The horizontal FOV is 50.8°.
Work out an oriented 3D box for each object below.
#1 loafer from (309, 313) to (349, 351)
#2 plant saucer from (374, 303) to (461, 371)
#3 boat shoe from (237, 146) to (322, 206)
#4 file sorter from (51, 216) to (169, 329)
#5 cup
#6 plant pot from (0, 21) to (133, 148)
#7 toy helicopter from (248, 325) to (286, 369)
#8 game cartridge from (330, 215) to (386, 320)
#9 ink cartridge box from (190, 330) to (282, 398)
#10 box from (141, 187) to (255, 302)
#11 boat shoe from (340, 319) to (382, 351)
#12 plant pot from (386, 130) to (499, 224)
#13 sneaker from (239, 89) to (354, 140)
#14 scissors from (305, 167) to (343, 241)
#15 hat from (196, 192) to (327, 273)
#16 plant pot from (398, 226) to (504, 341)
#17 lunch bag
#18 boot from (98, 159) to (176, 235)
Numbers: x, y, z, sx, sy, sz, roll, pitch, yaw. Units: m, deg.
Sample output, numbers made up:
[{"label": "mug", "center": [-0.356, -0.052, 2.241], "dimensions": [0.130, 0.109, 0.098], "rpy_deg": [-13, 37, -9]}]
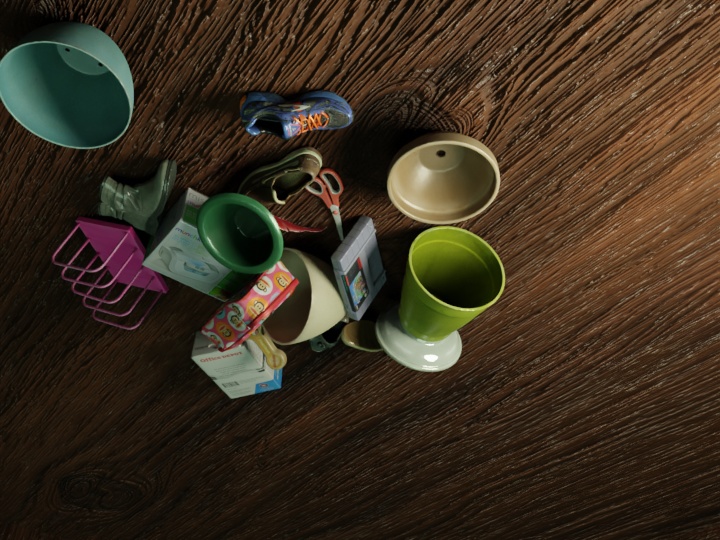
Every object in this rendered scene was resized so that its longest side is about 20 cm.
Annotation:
[{"label": "loafer", "center": [-0.075, 0.141, 1.780], "dimensions": [0.072, 0.063, 0.200], "rpy_deg": [16, 138, -16]}, {"label": "plant saucer", "center": [0.133, 0.131, 1.660], "dimensions": [0.200, 0.200, 0.050], "rpy_deg": [11, 130, -10]}, {"label": "boat shoe", "center": [-0.160, -0.158, 1.422], "dimensions": [0.202, 0.075, 0.075], "rpy_deg": [-30, 130, 32]}, {"label": "file sorter", "center": [-0.519, 0.010, 1.567], "dimensions": [0.139, 0.125, 0.200], "rpy_deg": [12, 144, 22]}, {"label": "cup", "center": [-0.106, 0.056, 1.607], "dimensions": [0.143, 0.200, 0.200], "rpy_deg": [3, 146, -40]}, {"label": "plant pot", "center": [-0.452, -0.314, 1.204], "dimensions": [0.200, 0.135, 0.200], "rpy_deg": [1, 140, 1]}, {"label": "toy helicopter", "center": [-0.228, 0.134, 1.717], "dimensions": [0.132, 0.079, 0.200], "rpy_deg": [-34, 95, 18]}, {"label": "game cartridge", "center": [0.000, 0.000, 1.564], "dimensions": [0.038, 0.130, 0.200], "rpy_deg": [15, 146, 24]}, {"label": "ink cartridge box", "center": [-0.300, 0.221, 1.867], "dimensions": [0.146, 0.084, 0.200], "rpy_deg": [-13, 137, 16]}, {"label": "box", "center": [-0.308, -0.049, 1.543], "dimensions": [0.200, 0.097, 0.176], "rpy_deg": [28, 135, -27]}, {"label": "boat shoe", "center": [0.026, 0.160, 1.761], "dimensions": [0.200, 0.071, 0.064], "rpy_deg": [9, 155, -40]}, {"label": "plant pot", "center": [0.147, -0.184, 1.365], "dimensions": [0.201, 0.093, 0.201], "rpy_deg": [1, 141, 1]}, {"label": "sneaker", "center": [-0.110, -0.257, 1.300], "dimensions": [0.200, 0.079, 0.075], "rpy_deg": [-1, 140, 4]}, {"label": "scissors", "center": [-0.046, -0.125, 1.502], "dimensions": [0.073, 0.014, 0.200], "rpy_deg": [-16, 135, 17]}, {"label": "hat", "center": [-0.199, -0.102, 1.470], "dimensions": [0.165, 0.176, 0.200], "rpy_deg": [-13, 120, 24]}, {"label": "plant pot", "center": [0.165, 0.046, 1.563], "dimensions": [0.200, 0.201, 0.193], "rpy_deg": [11, 143, -11]}, {"label": "lunch bag", "center": [-0.216, 0.064, 1.515], "dimensions": [0.082, 0.176, 0.200], "rpy_deg": [47, 135, -7]}, {"label": "boot", "center": [-0.435, -0.151, 1.453], "dimensions": [0.131, 0.068, 0.200], "rpy_deg": [22, 135, -14]}]
